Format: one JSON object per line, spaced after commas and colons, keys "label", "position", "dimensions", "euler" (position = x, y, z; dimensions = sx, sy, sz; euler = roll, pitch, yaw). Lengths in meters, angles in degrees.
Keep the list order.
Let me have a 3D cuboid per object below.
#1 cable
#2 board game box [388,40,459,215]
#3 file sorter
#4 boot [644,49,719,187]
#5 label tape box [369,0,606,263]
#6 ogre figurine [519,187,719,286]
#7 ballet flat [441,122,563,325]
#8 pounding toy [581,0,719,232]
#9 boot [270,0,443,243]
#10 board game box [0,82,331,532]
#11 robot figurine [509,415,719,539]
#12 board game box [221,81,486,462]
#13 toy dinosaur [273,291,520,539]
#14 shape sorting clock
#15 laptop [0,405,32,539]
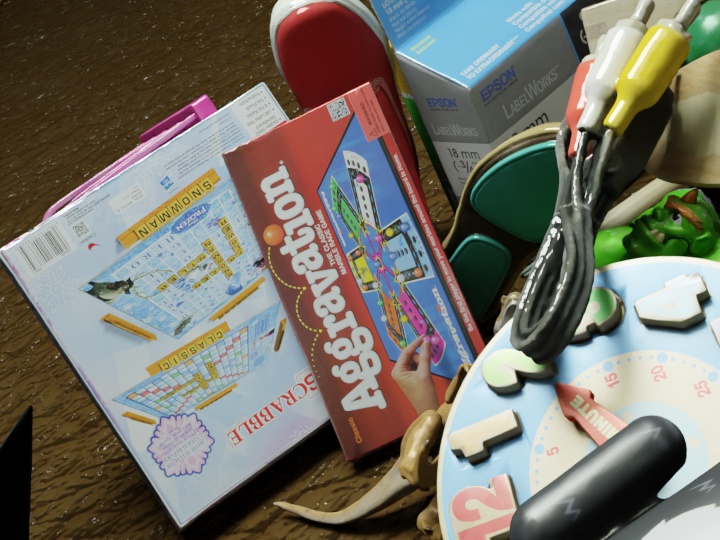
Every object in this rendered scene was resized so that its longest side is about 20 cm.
{"label": "cable", "position": [0.102, -0.045, 0.697], "dimensions": [0.201, 0.050, 0.097], "euler": [-58, 18, -25]}
{"label": "board game box", "position": [0.122, -0.146, 1.036], "dimensions": [0.200, 0.154, 0.040], "euler": [-40, 29, -25]}
{"label": "file sorter", "position": [-0.141, -0.019, 1.018], "dimensions": [0.125, 0.140, 0.200], "euler": [-37, 10, -16]}
{"label": "boot", "position": [0.251, -0.070, 0.712], "dimensions": [0.143, 0.072, 0.200], "euler": [10, -13, -38]}
{"label": "label tape box", "position": [0.109, -0.129, 0.956], "dimensions": [0.144, 0.202, 0.063], "euler": [-40, 28, -27]}
{"label": "ogre figurine", "position": [0.154, 0.023, 0.742], "dimensions": [0.120, 0.098, 0.200], "euler": [-41, 7, 11]}
{"label": "ballet flat", "position": [0.088, -0.038, 0.858], "dimensions": [0.200, 0.068, 0.063], "euler": [-54, 9, 51]}
{"label": "pounding toy", "position": [0.225, -0.110, 0.882], "dimensions": [0.182, 0.144, 0.199], "euler": [-13, 4, 27]}
{"label": "boot", "position": [0.005, -0.076, 0.921], "dimensions": [0.072, 0.201, 0.146], "euler": [-21, 49, 8]}
{"label": "board game box", "position": [-0.086, 0.020, 0.884], "dimensions": [0.199, 0.201, 0.041], "euler": [-33, -7, -15]}
{"label": "robot figurine", "position": [0.135, 0.138, 0.507], "dimensions": [0.199, 0.126, 0.150], "euler": [-32, 26, -9]}
{"label": "board game box", "position": [0.000, 0.000, 0.853], "dimensions": [0.102, 0.202, 0.019], "euler": [-25, -11, 6]}
{"label": "toy dinosaur", "position": [0.035, 0.102, 0.761], "dimensions": [0.200, 0.060, 0.106], "euler": [-47, 15, 16]}
{"label": "shape sorting clock", "position": [0.125, 0.085, 0.634], "dimensions": [0.198, 0.039, 0.203], "euler": [-14, 60, 25]}
{"label": "laptop", "position": [-0.276, 0.196, 0.823], "dimensions": [0.198, 0.117, 0.188], "euler": [-14, 27, 26]}
